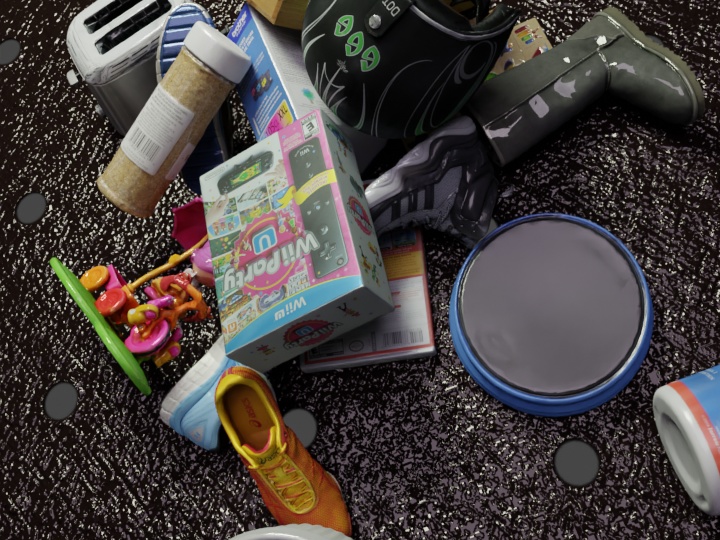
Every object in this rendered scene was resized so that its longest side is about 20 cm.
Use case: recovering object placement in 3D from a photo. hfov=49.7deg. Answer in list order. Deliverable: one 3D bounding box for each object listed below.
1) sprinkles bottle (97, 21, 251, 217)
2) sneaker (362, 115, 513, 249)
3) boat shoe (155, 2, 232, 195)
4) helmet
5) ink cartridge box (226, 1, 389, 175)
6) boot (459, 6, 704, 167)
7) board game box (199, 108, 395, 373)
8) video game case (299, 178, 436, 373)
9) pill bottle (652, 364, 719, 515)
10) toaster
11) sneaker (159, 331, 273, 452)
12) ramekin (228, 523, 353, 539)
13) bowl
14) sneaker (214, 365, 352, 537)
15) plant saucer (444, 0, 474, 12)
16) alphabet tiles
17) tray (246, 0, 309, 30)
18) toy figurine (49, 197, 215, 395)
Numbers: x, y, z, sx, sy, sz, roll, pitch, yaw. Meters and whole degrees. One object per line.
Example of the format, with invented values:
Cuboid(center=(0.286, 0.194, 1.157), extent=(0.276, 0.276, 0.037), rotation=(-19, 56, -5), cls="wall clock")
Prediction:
Cuboid(center=(-0.193, -0.153, 0.800), extent=(0.068, 0.068, 0.201), rotation=(42, 103, 23), cls="sprinkles bottle")
Cuboid(center=(0.063, -0.055, 0.782), extent=(0.199, 0.075, 0.114), rotation=(-40, 91, -5), cls="sneaker")
Cuboid(center=(-0.180, -0.189, 0.864), extent=(0.071, 0.072, 0.204), rotation=(-1, 102, 2), cls="boat shoe")
Cuboid(center=(0.037, -0.223, 0.746), extent=(0.197, 0.190, 0.204), rotation=(13, 60, -24), cls="helmet")
Cuboid(center=(-0.065, -0.208, 0.849), extent=(0.076, 0.135, 0.203), rotation=(-43, 60, 39), cls="ink cartridge box")
Cuboid(center=(0.223, -0.171, 0.807), extent=(0.198, 0.073, 0.183), rotation=(-31, 55, -9), cls="boot")
Cuboid(center=(-0.064, -0.029, 0.722), extent=(0.146, 0.064, 0.203), rotation=(-26, 58, 18), cls="board game box")
Cuboid(center=(0.000, 0.000, 0.824), extent=(0.140, 0.017, 0.204), rotation=(-9, 68, 9), cls="video game case")
Cuboid(center=(0.360, 0.118, 0.649), extent=(0.197, 0.112, 0.114), rotation=(-21, 66, 3), cls="pill bottle")
Cuboid(center=(-0.244, -0.259, 0.916), extent=(0.198, 0.129, 0.115), rotation=(-32, 67, -1), cls="toaster")
Cuboid(center=(-0.108, 0.099, 0.791), extent=(0.090, 0.078, 0.200), rotation=(42, 91, 5), cls="sneaker")
Cuboid(center=(-0.055, 0.311, 0.651), extent=(0.196, 0.105, 0.205), rotation=(-1, 84, 11), cls="ramekin")
Cuboid(center=(0.183, 0.037, 0.758), extent=(0.196, 0.039, 0.204), rotation=(-4, 68, 11), cls="bowl")
Cuboid(center=(-0.077, 0.183, 0.718), extent=(0.072, 0.077, 0.201), rotation=(-35, 92, 2), cls="sneaker")
Cuboid(center=(0.026, -0.357, 0.862), extent=(0.198, 0.200, 0.049), rotation=(28, 89, 21), cls="plant saucer")
Cuboid(center=(0.128, -0.208, 0.881), extent=(0.197, 0.006, 0.169), rotation=(-23, 67, 3), cls="alphabet tiles")
Cuboid(center=(-0.041, -0.290, 0.852), extent=(0.099, 0.198, 0.037), rotation=(45, 121, 30), cls="tray")
Cuboid(center=(-0.189, 0.007, 0.796), extent=(0.183, 0.151, 0.199), rotation=(-38, 39, -14), cls="toy figurine")
